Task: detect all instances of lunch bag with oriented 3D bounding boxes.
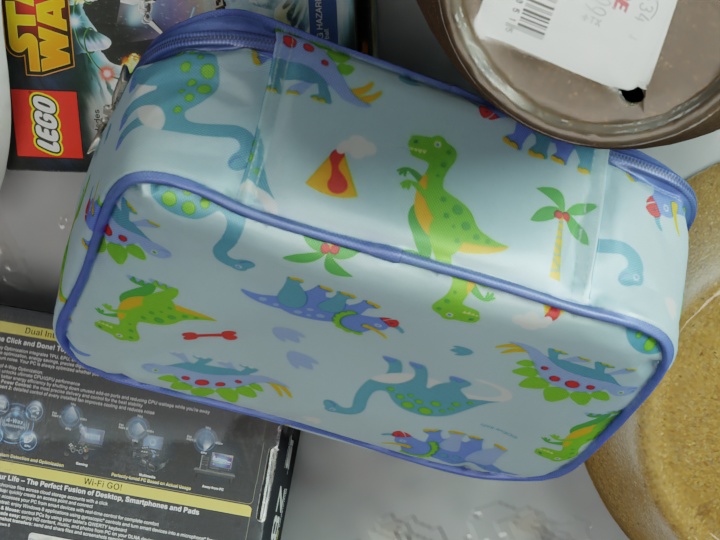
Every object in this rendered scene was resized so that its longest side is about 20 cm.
[{"bbox_3d":[0.000,0.000,0.808,0.198,0.083,0.161,16,150,-8],"label":"lunch bag"}]

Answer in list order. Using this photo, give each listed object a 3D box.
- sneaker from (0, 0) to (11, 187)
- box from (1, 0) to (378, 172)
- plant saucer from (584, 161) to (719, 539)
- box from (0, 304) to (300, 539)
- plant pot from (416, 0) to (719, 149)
[{"bbox_3d":[-0.177,-0.093,0.821,0.104,0.075,0.201,-16,136,-26],"label":"sneaker"},{"bbox_3d":[-0.065,-0.132,0.836,0.136,0.040,0.202,2,113,13],"label":"box"},{"bbox_3d":[0.172,0.053,0.862,0.198,0.035,0.202,5,113,11],"label":"plant saucer"},{"bbox_3d":[-0.130,0.096,0.899,0.198,0.049,0.163,8,83,8],"label":"box"},{"bbox_3d":[0.083,-0.113,0.723,0.185,0.200,0.188,5,113,11],"label":"plant pot"}]
